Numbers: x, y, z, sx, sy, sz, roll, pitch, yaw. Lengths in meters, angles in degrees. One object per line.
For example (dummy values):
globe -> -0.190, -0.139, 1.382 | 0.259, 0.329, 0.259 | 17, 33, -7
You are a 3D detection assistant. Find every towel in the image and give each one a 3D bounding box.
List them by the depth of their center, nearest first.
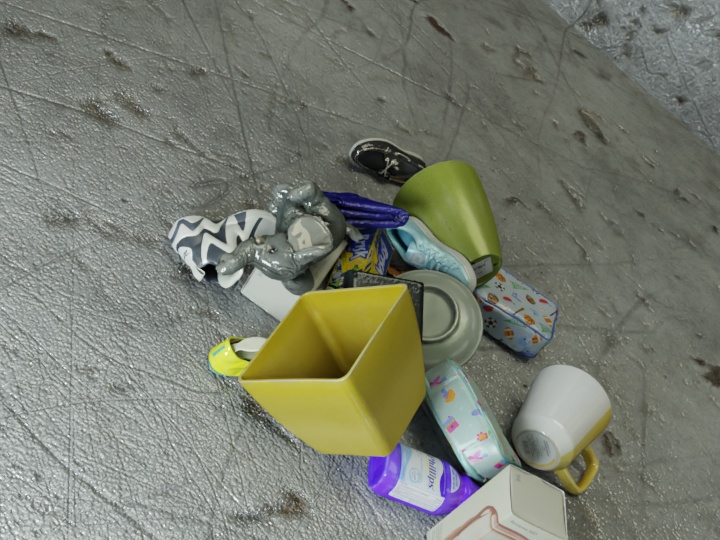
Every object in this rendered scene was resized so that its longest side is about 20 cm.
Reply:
towel -> -0.017, -0.113, 1.760 | 0.147, 0.050, 0.200 | -1, 11, -24

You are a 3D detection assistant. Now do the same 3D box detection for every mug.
mug -> 0.348, 0.275, 1.700 | 0.186, 0.150, 0.153 | 39, 43, 11

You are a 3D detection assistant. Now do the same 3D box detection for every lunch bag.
lunch bag -> 0.176, 0.248, 1.587 | 0.201, 0.077, 0.160 | 63, 7, 25
lunch bag -> 0.292, 0.073, 1.926 | 0.199, 0.076, 0.160 | 35, 33, -5

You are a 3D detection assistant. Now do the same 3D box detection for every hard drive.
hard drive -> 0.035, 0.107, 1.602 | 0.139, 0.033, 0.202 | 10, 72, -23

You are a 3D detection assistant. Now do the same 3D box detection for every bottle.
bottle -> 0.108, 0.324, 1.491 | 0.199, 0.065, 0.084 | 25, 39, -19

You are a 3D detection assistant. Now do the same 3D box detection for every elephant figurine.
elephant figurine -> -0.106, -0.031, 1.533 | 0.201, 0.154, 0.142 | -74, 150, -43

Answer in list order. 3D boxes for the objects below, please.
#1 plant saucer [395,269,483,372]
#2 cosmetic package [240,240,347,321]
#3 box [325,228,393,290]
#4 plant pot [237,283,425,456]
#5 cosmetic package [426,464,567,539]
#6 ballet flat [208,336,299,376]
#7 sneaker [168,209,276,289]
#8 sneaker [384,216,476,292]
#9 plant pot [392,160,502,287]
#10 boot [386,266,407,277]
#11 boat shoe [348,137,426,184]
plant saucer -> 0.112, 0.081, 1.687 | 0.198, 0.050, 0.201 | 0, 63, -1
cosmetic package -> -0.107, -0.008, 1.655 | 0.103, 0.073, 0.200 | 37, 36, -2
box -> 0.000, 0.000, 1.730 | 0.065, 0.070, 0.200 | 62, 26, -28
plant pot -> -0.016, 0.155, 1.423 | 0.200, 0.199, 0.177 | -54, 126, -41
cosmetic package -> 0.187, 0.373, 1.392 | 0.103, 0.200, 0.088 | 28, 37, -16
ballet flat -> -0.133, 0.127, 1.490 | 0.199, 0.067, 0.067 | 5, 47, -39
sneaker -> -0.197, -0.025, 1.589 | 0.198, 0.080, 0.130 | -1, 53, -42
sneaker -> 0.118, -0.019, 1.785 | 0.200, 0.074, 0.082 | 41, 35, 27
plant pot -> 0.181, -0.070, 1.873 | 0.186, 0.187, 0.201 | 6, 43, -37
boot -> 0.105, 0.075, 1.751 | 0.154, 0.077, 0.201 | 24, 39, -20
boat shoe -> 0.064, -0.216, 2.041 | 0.199, 0.074, 0.061 | 15, 36, -42
